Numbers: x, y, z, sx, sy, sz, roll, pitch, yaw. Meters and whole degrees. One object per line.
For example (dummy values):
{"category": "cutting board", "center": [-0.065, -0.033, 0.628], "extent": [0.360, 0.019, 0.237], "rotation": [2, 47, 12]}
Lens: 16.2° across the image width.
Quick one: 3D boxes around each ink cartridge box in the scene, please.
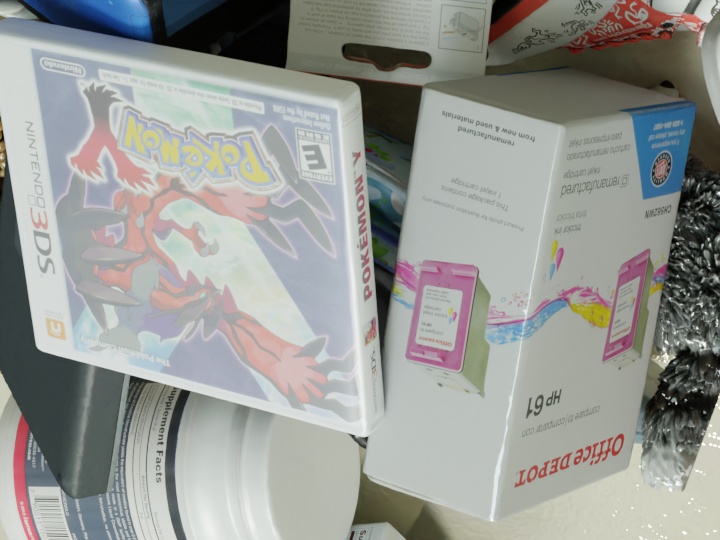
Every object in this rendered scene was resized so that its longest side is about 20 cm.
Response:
{"category": "ink cartridge box", "center": [0.022, -0.193, 1.248], "extent": [0.108, 0.050, 0.201], "rotation": [8, 118, 6]}
{"category": "ink cartridge box", "center": [0.084, 0.010, 1.247], "extent": [0.084, 0.144, 0.201], "rotation": [19, 108, 31]}

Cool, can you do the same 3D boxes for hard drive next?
{"category": "hard drive", "center": [-0.159, 0.004, 1.360], "extent": [0.140, 0.033, 0.201], "rotation": [55, 144, 41]}

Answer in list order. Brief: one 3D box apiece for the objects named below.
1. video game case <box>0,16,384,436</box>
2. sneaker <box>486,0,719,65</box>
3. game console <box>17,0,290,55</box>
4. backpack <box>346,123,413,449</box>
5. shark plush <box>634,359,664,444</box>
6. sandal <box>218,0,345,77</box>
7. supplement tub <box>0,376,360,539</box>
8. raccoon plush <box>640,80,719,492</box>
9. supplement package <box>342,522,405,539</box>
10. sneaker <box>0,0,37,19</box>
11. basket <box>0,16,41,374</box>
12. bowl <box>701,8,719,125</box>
{"category": "video game case", "center": [-0.083, -0.021, 1.211], "extent": [0.199, 0.023, 0.183], "rotation": [13, 124, 27]}
{"category": "sneaker", "center": [0.147, -0.133, 1.274], "extent": [0.108, 0.067, 0.201], "rotation": [43, 131, -11]}
{"category": "game console", "center": [-0.143, -0.191, 1.260], "extent": [0.200, 0.118, 0.171], "rotation": [36, 164, 12]}
{"category": "backpack", "center": [0.000, 0.000, 1.383], "extent": [0.183, 0.200, 0.147], "rotation": [30, 94, 17]}
{"category": "shark plush", "center": [0.092, 0.060, 1.460], "extent": [0.199, 0.083, 0.091], "rotation": [10, 133, 18]}
{"category": "sandal", "center": [-0.079, -0.129, 1.411], "extent": [0.200, 0.048, 0.075], "rotation": [-8, 123, 48]}
{"category": "supplement tub", "center": [-0.115, 0.123, 1.579], "extent": [0.199, 0.141, 0.141], "rotation": [-1, 128, 27]}
{"category": "raccoon plush", "center": [0.141, -0.001, 1.324], "extent": [0.133, 0.201, 0.097], "rotation": [20, 162, 7]}
{"category": "supplement package", "center": [-0.034, 0.278, 1.643], "extent": [0.199, 0.148, 0.191], "rotation": [-9, 141, 32]}
{"category": "sneaker", "center": [-0.203, -0.182, 1.379], "extent": [0.199, 0.100, 0.078], "rotation": [4, 131, 23]}
{"category": "basket", "center": [-0.201, -0.034, 1.457], "extent": [0.142, 0.149, 0.201], "rotation": [18, 136, 32]}
{"category": "bowl", "center": [0.262, -0.076, 1.198], "extent": [0.201, 0.199, 0.075], "rotation": [64, 170, -15]}
